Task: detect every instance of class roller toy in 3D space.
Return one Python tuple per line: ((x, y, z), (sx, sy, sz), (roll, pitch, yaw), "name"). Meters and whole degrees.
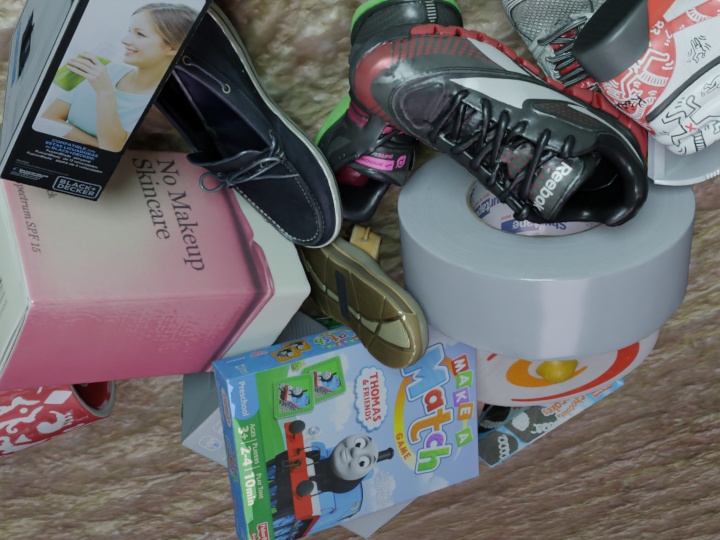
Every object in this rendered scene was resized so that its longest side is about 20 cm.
((0.151, 0.031, 0.877), (0.199, 0.140, 0.183), (-17, 147, 13), "roller toy")

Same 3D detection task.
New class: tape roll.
((0.127, -0.024, 0.718), (0.199, 0.201, 0.066), (-8, 123, -2), "tape roll")

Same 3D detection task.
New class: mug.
((-0.327, 0.103, 0.863), (0.199, 0.134, 0.178), (-18, 169, 7), "mug")

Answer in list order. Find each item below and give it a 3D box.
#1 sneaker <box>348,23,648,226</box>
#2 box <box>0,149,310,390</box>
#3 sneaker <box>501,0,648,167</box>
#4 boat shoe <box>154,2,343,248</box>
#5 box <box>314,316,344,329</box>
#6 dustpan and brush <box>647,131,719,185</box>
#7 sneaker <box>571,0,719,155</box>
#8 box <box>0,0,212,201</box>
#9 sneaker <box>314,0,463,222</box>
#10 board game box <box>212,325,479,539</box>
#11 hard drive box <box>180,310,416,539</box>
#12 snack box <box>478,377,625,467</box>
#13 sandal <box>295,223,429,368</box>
((0.087, -0.080, 0.598), (0.200, 0.098, 0.071), (20, 125, -17), "sneaker")
((-0.157, -0.004, 0.713), (0.199, 0.128, 0.109), (-2, 146, -36), "box")
((0.156, -0.133, 0.660), (0.078, 0.083, 0.200), (-15, 149, 37), "sneaker")
((-0.077, -0.080, 0.657), (0.074, 0.062, 0.200), (-5, 135, 32), "boat shoe")
((0.011, 0.100, 1.039), (0.117, 0.049, 0.200), (-8, 147, -2), "box")
((0.264, -0.139, 0.692), (0.057, 0.140, 0.200), (11, -158, 39), "dustpan and brush")
((0.226, -0.160, 0.591), (0.108, 0.067, 0.201), (41, 101, -19), "sneaker")
((-0.134, -0.143, 0.549), (0.060, 0.117, 0.200), (14, 143, -29), "box")
((0.021, -0.103, 0.680), (0.076, 0.084, 0.200), (0, 147, -15), "sneaker")
((-0.004, 0.115, 0.784), (0.199, 0.037, 0.152), (-15, 115, -22), "board game box")
((-0.051, 0.115, 0.886), (0.200, 0.156, 0.077), (34, 115, -27), "hard drive box")
((0.195, 0.110, 1.041), (0.037, 0.116, 0.200), (39, 132, -8), "snack box")
((0.000, 0.000, 0.749), (0.054, 0.200, 0.081), (-21, 128, -23), "sandal")
